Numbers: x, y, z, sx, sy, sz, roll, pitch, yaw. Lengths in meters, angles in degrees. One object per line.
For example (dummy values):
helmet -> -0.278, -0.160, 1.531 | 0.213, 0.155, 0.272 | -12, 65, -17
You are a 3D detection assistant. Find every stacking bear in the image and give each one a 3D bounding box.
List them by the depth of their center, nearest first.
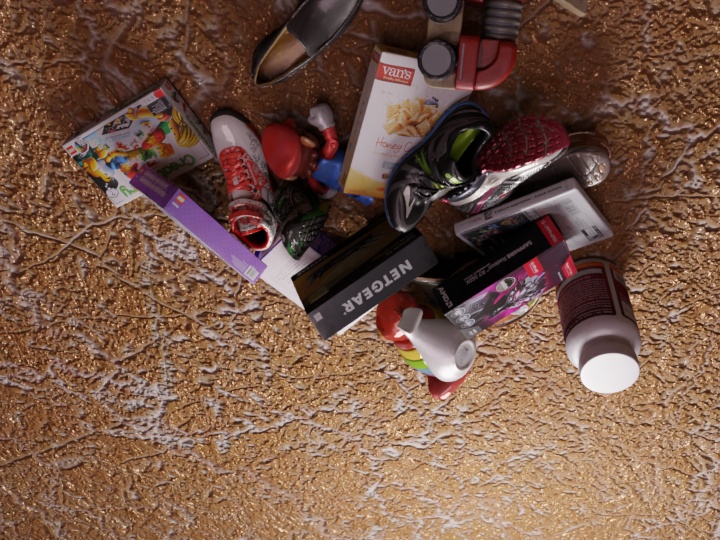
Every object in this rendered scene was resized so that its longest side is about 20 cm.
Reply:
stacking bear -> 0.097, 0.106, 1.227 | 0.113, 0.122, 0.200 | -41, 130, 9

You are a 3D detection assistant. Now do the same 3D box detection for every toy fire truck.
toy fire truck -> 0.175, -0.305, 0.889 | 0.196, 0.129, 0.179 | 7, 105, 7

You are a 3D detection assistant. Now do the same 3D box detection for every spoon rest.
spoon rest -> 0.119, 0.108, 1.156 | 0.060, 0.100, 0.199 | 17, 166, 44

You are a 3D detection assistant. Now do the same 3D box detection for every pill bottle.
pill bottle -> 0.367, 0.084, 1.145 | 0.111, 0.202, 0.114 | 3, 130, 4

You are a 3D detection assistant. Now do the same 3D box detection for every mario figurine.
mario figurine -> -0.050, -0.170, 1.081 | 0.197, 0.106, 0.125 | 19, 94, -23

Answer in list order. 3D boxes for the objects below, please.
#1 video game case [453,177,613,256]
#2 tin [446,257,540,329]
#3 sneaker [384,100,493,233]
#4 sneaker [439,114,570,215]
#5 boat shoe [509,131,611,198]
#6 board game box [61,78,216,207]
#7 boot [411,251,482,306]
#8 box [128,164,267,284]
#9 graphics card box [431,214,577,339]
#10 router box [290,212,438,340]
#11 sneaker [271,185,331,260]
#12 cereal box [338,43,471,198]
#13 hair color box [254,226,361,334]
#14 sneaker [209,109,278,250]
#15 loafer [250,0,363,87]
video game case -> 0.258, -0.060, 1.088 | 0.180, 0.024, 0.199 | -21, 154, 26
tin -> 0.209, 0.037, 1.179 | 0.198, 0.042, 0.112 | 18, 130, -44
sneaker -> 0.102, -0.133, 0.988 | 0.070, 0.083, 0.200 | 28, 110, -32
sneaker -> 0.196, -0.139, 0.994 | 0.074, 0.082, 0.199 | 27, 147, -32
boat shoe -> 0.256, -0.153, 1.047 | 0.197, 0.072, 0.076 | 0, 136, 31
board game box -> -0.329, -0.186, 1.107 | 0.198, 0.035, 0.127 | -22, 125, 22
boot -> 0.109, 0.024, 1.204 | 0.196, 0.075, 0.098 | 3, 130, -3
box -> -0.241, -0.068, 1.109 | 0.039, 0.136, 0.200 | -51, 133, -8
graphics card box -> 0.211, 0.014, 1.074 | 0.198, 0.051, 0.125 | -32, 149, 10
router box -> 0.000, 0.000, 1.096 | 0.199, 0.157, 0.053 | -35, 113, -2
sneaker -> -0.097, -0.075, 1.073 | 0.085, 0.200, 0.079 | 33, 100, -8
cereal box -> 0.062, -0.193, 1.010 | 0.142, 0.040, 0.202 | 5, 122, -21
hair color box -> -0.069, 0.008, 1.220 | 0.199, 0.065, 0.109 | 39, 123, -21
sneaker -> -0.171, -0.127, 1.090 | 0.066, 0.109, 0.203 | -10, 127, 14
loafer -> -0.067, -0.305, 0.956 | 0.073, 0.073, 0.199 | 38, 123, -22
